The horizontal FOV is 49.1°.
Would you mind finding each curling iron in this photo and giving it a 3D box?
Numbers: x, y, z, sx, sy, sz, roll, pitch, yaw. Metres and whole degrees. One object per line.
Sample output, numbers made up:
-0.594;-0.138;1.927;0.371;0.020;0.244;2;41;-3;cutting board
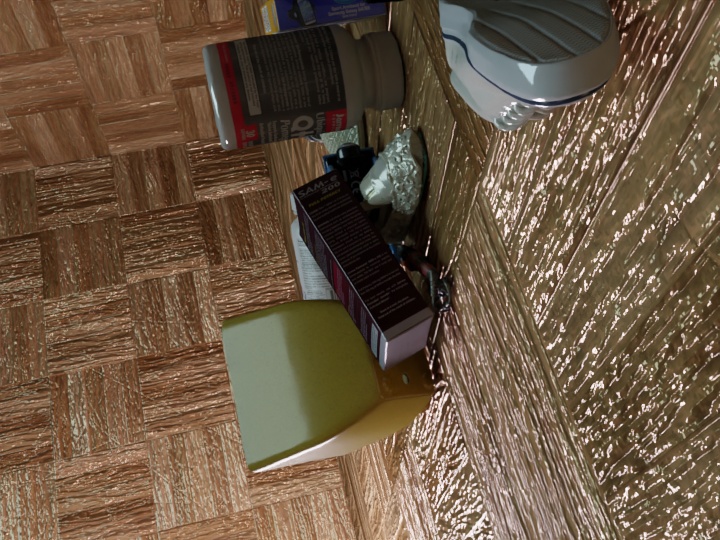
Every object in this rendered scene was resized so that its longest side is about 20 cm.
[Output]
0.064;0.000;0.877;0.200;0.025;0.050;-125;27;-70;curling iron

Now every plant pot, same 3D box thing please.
-0.024;0.127;0.995;0.195;0.200;0.195;5;-114;-52;plant pot

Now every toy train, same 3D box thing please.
-0.001;-0.064;1.027;0.114;0.086;0.201;-169;68;-84;toy train

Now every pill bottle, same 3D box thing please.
-0.060;-0.198;0.837;0.111;0.199;0.111;168;90;-82;pill bottle
-0.053;-0.038;1.305;0.113;0.113;0.201;-132;32;-74;pill bottle

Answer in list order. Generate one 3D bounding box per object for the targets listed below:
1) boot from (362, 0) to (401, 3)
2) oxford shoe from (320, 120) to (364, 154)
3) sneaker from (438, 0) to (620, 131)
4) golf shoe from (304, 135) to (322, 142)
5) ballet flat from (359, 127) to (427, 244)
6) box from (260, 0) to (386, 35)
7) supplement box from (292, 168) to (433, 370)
0.002;-0.316;0.688;0.200;0.076;0.169;-167;70;-74;boot
-0.030;-0.243;1.095;0.058;0.075;0.201;-42;-58;-50;oxford shoe
0.092;-0.114;0.437;0.200;0.073;0.071;-98;-8;-64;sneaker
-0.078;-0.307;1.275;0.094;0.078;0.201;-148;37;-73;golf shoe
0.030;-0.079;0.872;0.200;0.072;0.072;98;159;-64;ballet flat
-0.045;-0.294;0.891;0.200;0.119;0.042;-124;24;-70;box
0.000;0.000;0.869;0.200;0.061;0.109;57;168;19;supplement box
